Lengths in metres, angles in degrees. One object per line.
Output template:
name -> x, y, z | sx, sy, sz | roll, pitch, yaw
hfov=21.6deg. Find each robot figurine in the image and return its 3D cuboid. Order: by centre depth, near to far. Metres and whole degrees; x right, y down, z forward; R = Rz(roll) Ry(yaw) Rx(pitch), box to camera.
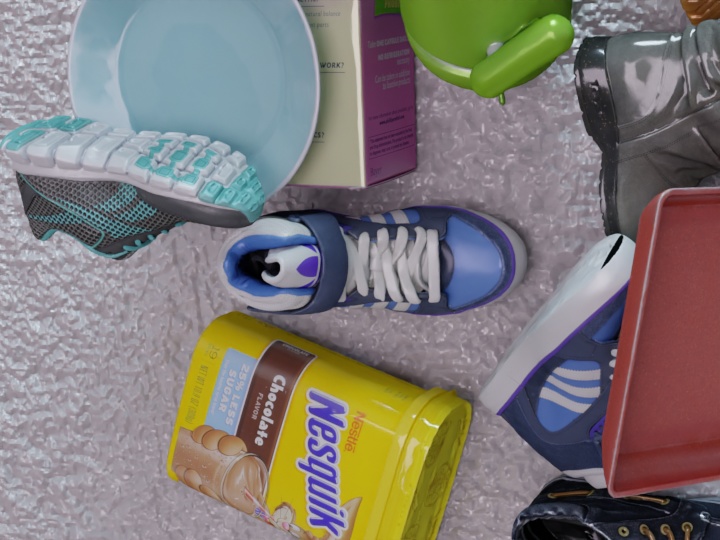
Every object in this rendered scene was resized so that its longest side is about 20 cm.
robot figurine -> 0.081, -0.198, 1.229 | 0.116, 0.200, 0.176 | -10, 56, -1

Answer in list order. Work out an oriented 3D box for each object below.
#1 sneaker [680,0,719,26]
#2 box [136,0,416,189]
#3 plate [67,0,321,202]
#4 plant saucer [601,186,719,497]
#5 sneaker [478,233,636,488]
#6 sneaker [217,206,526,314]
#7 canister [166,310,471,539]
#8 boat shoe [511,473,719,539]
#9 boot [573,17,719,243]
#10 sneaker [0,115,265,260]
sneaker -> 0.224, -0.219, 1.221 | 0.200, 0.088, 0.075 | 43, 123, -16
box -> -0.060, -0.165, 1.346 | 0.176, 0.097, 0.200 | 2, 102, 24
plate -> -0.113, -0.133, 1.309 | 0.200, 0.026, 0.200 | 5, 102, 23
plant saucer -> 0.235, 0.038, 1.217 | 0.037, 0.200, 0.200 | 24, 112, 48
sneaker -> 0.179, 0.073, 1.260 | 0.146, 0.081, 0.200 | 36, 139, 0
sneaker -> 0.000, 0.000, 1.315 | 0.200, 0.146, 0.081 | 6, 102, 24
canister -> -0.034, 0.129, 1.401 | 0.200, 0.087, 0.149 | 22, 108, 21
boat shoe -> 0.206, 0.193, 1.301 | 0.200, 0.091, 0.071 | 9, 104, 23
boot -> 0.222, -0.071, 1.229 | 0.131, 0.068, 0.200 | -5, 117, 26
sneaker -> -0.154, -0.047, 1.303 | 0.200, 0.078, 0.091 | 13, 122, 25
